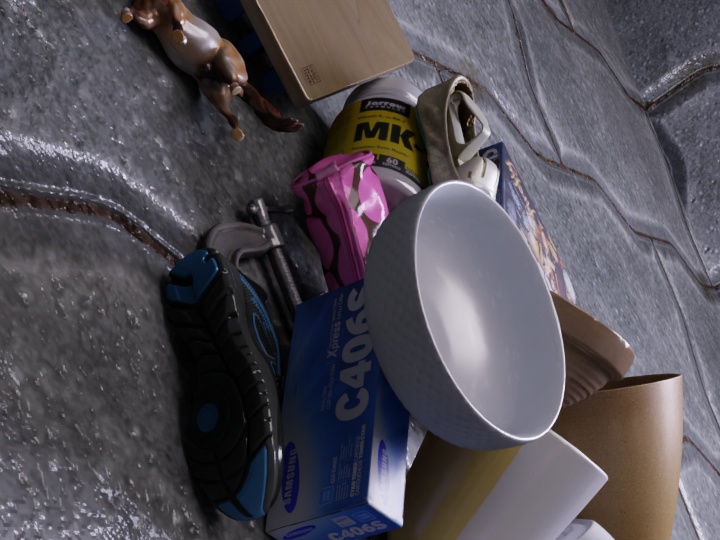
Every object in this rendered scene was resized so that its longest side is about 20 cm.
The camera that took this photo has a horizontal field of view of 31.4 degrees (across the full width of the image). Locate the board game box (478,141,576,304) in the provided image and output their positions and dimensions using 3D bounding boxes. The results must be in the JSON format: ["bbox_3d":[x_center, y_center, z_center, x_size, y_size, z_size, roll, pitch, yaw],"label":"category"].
[{"bbox_3d":[0.167,-0.011,1.286,0.200,0.034,0.136,59,23,-30],"label":"board game box"}]

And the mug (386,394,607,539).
[{"bbox_3d":[0.084,0.180,1.054,0.186,0.154,0.149,33,-5,19],"label":"mug"}]

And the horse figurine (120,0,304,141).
[{"bbox_3d":[-0.134,-0.181,1.053,0.200,0.050,0.133,44,12,-25],"label":"horse figurine"}]

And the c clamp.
[{"bbox_3d":[-0.063,0.030,1.038,0.171,0.027,0.201,4,64,-63],"label":"c clamp"}]

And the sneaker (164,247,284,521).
[{"bbox_3d":[-0.078,0.079,0.895,0.082,0.073,0.201,30,41,-51],"label":"sneaker"}]

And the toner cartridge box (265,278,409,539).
[{"bbox_3d":[-0.011,0.102,0.954,0.043,0.095,0.201,40,41,-36],"label":"toner cartridge box"}]

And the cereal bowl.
[{"bbox_3d":[0.066,0.039,0.939,0.200,0.083,0.201,32,46,-41],"label":"cereal bowl"}]

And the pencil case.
[{"bbox_3d":[0.000,0.000,1.089,0.094,0.090,0.201,-26,99,-71],"label":"pencil case"}]

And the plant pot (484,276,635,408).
[{"bbox_3d":[0.128,0.065,1.112,0.200,0.093,0.201,30,-6,3],"label":"plant pot"}]

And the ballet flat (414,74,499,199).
[{"bbox_3d":[0.093,-0.101,1.168,0.067,0.062,0.201,28,39,-44],"label":"ballet flat"}]

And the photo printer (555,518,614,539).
[{"bbox_3d":[0.221,0.309,1.186,0.167,0.069,0.200,55,-11,4],"label":"photo printer"}]

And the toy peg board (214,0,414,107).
[{"bbox_3d":[-0.074,-0.255,1.251,0.199,0.098,0.201,-31,95,-52],"label":"toy peg board"}]

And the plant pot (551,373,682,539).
[{"bbox_3d":[0.282,0.226,1.432,0.186,0.185,0.201,-2,82,-66],"label":"plant pot"}]

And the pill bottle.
[{"bbox_3d":[0.019,-0.098,1.235,0.114,0.114,0.200,52,25,-28],"label":"pill bottle"}]
